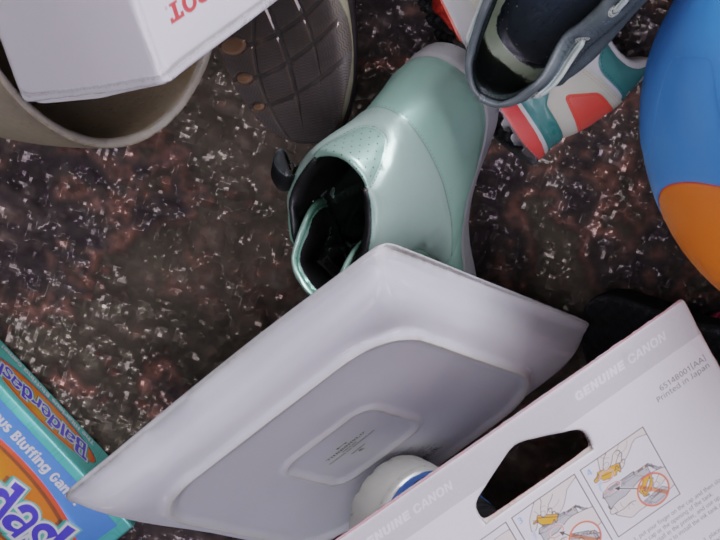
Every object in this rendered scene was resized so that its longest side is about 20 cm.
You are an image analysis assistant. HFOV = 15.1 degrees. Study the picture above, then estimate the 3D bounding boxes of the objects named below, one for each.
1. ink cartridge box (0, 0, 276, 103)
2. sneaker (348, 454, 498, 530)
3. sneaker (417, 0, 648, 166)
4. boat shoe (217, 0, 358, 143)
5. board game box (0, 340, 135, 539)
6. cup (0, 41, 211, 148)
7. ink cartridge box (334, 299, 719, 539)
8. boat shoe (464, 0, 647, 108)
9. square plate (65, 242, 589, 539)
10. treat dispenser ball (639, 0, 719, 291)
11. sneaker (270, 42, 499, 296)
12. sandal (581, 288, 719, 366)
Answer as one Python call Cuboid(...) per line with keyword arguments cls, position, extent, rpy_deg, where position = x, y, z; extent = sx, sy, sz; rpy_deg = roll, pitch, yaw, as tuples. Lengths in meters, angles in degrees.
Cuboid(cls="ink cartridge box", position=(-0.107, -0.190, 1.144), extent=(0.085, 0.146, 0.201), rpy_deg=(-3, 115, 33))
Cuboid(cls="sneaker", position=(0.048, 0.196, 1.299), extent=(0.077, 0.111, 0.201), rpy_deg=(-15, 118, -37))
Cuboid(cls="sneaker", position=(0.067, -0.154, 1.269), extent=(0.093, 0.070, 0.200), rpy_deg=(-29, 102, -4))
Cuboid(cls="boat shoe", position=(-0.026, -0.157, 1.257), extent=(0.074, 0.073, 0.201), rpy_deg=(9, 121, 30))
Cuboid(cls="board game box", position=(-0.233, 0.127, 1.388), extent=(0.200, 0.045, 0.152), rpy_deg=(-40, 100, 15))
Cuboid(cls="cup", position=(-0.177, -0.148, 1.236), extent=(0.143, 0.200, 0.201), rpy_deg=(-6, 109, 33))
Cuboid(cls="ink cartridge box", position=(0.099, 0.134, 1.217), extent=(0.200, 0.045, 0.177), rpy_deg=(-34, 107, -8))
Cuboid(cls="boat shoe", position=(0.103, -0.139, 1.152), extent=(0.073, 0.062, 0.200), rpy_deg=(40, 138, 1))
Cuboid(cls="square plate", position=(-0.007, 0.072, 1.278), extent=(0.200, 0.198, 0.029), rpy_deg=(-38, 61, 20))
Cuboid(cls="treat dispenser ball", position=(0.224, -0.068, 1.203), extent=(0.200, 0.201, 0.202), rpy_deg=(2, 108, 5))
Cuboid(cls="sneaker", position=(0.000, 0.000, 1.267), extent=(0.074, 0.118, 0.201), rpy_deg=(28, 134, 25))
Cuboid(cls="sandal", position=(0.183, 0.048, 1.276), extent=(0.045, 0.200, 0.075), rpy_deg=(-17, 115, -32))
